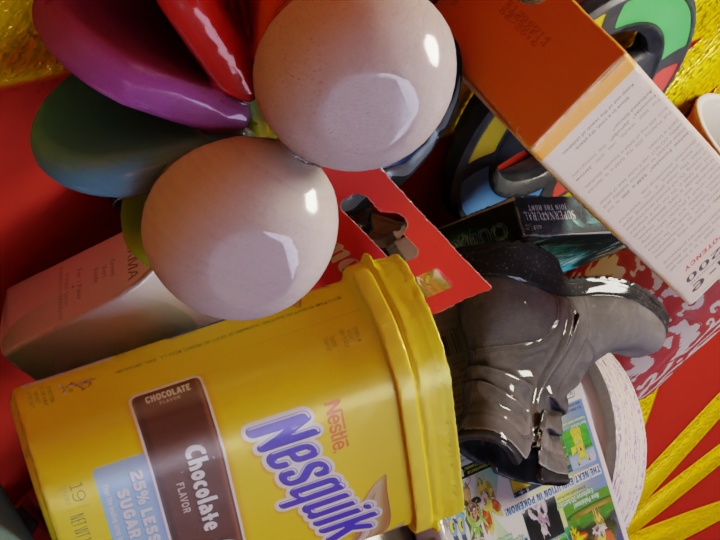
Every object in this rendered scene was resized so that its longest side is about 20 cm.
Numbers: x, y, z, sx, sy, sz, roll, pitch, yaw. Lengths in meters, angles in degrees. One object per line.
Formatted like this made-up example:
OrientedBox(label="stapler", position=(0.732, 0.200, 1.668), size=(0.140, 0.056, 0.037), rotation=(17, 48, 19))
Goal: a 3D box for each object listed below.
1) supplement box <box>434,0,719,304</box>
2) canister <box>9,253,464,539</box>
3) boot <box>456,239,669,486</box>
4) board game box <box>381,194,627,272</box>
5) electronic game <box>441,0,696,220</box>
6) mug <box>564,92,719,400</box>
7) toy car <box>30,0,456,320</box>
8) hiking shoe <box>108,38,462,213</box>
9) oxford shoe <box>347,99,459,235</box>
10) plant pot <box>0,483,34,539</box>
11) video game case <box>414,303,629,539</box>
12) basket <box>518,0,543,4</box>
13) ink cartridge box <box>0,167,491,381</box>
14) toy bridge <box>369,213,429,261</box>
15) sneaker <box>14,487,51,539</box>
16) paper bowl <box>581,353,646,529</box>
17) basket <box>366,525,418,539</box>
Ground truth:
OrientedBox(label="supplement box", position=(0.131, -0.079, 1.135), size=(0.074, 0.126, 0.200), rotation=(-45, 138, 7))
OrientedBox(label="canister", position=(-0.058, 0.088, 1.003), size=(0.198, 0.087, 0.149), rotation=(-18, 136, -9))
OrientedBox(label="boot", position=(0.115, 0.067, 1.225), size=(0.069, 0.133, 0.199), rotation=(-10, 162, 41))
OrientedBox(label="board game box", position=(0.098, -0.015, 1.310), size=(0.135, 0.028, 0.199), rotation=(-22, 170, 34))
OrientedBox(label="electronic game", position=(0.129, -0.102, 1.267), size=(0.199, 0.042, 0.201), rotation=(-35, 156, -18))
OrientedBox(label="mug", position=(0.245, -0.011, 1.507), size=(0.177, 0.134, 0.200), rotation=(-4, 140, -53))
OrientedBox(label="toy car", position=(-0.062, -0.093, 0.863), size=(0.149, 0.176, 0.200), rotation=(26, 116, -28))
OrientedBox(label="hiking shoe", position=(-0.029, -0.065, 1.035), size=(0.199, 0.074, 0.087), rotation=(-38, 158, -10))
OrientedBox(label="oxford shoe", position=(-0.015, -0.032, 1.107), size=(0.200, 0.084, 0.073), rotation=(-40, 156, -8))
OrientedBox(label="plant pot", position=(-0.228, 0.158, 0.956), size=(0.199, 0.196, 0.201), rotation=(-33, 155, -18))
OrientedBox(label="video game case", position=(0.084, 0.107, 1.226), size=(0.022, 0.184, 0.199), rotation=(-18, 177, 35))
OrientedBox(label="basket", position=(0.106, -0.228, 0.875), size=(0.200, 0.143, 0.149), rotation=(-39, 158, -8))
OrientedBox(label="ink cartridge box", position=(-0.053, 0.025, 1.026), size=(0.199, 0.050, 0.161), rotation=(-23, 140, 21))
OrientedBox(label="toy bridge", position=(0.000, 0.000, 1.192), size=(0.027, 0.068, 0.200), rotation=(-30, 175, -23))
OrientedBox(label="sneaker", position=(-0.138, 0.120, 1.198), size=(0.201, 0.071, 0.098), rotation=(-53, 162, 15))
OrientedBox(label="paper bowl", position=(0.083, 0.119, 1.376), size=(0.201, 0.201, 0.104), rotation=(-47, 153, 12))
OrientedBox(label="basket", position=(-0.031, 0.157, 1.172), size=(0.179, 0.201, 0.136), rotation=(23, 145, -23))
